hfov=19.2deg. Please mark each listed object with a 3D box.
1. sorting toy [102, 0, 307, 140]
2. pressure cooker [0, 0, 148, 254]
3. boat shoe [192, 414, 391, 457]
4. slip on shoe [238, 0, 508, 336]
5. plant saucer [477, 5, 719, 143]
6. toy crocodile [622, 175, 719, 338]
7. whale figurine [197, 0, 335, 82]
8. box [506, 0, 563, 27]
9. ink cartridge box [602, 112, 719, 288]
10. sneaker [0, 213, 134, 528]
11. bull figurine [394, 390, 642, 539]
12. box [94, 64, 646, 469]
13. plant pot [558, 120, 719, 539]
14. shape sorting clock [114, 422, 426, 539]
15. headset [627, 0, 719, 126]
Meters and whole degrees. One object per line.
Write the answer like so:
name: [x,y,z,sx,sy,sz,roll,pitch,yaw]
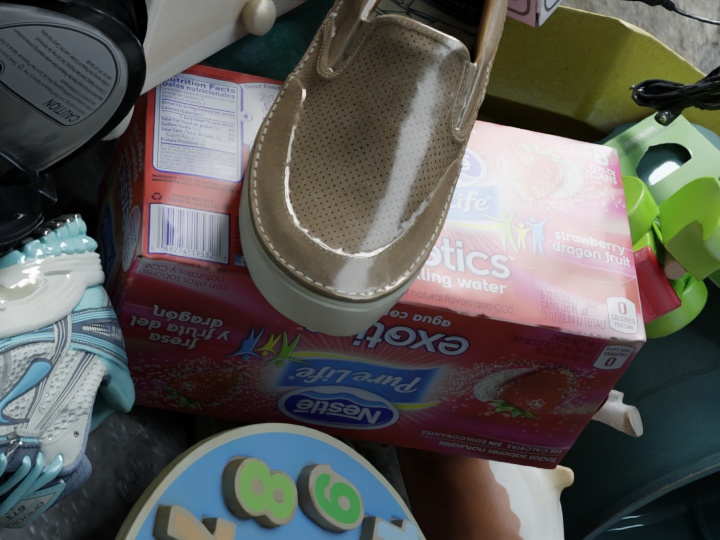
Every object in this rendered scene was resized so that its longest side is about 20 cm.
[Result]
sorting toy: [-0.101,-0.156,0.811,0.200,0.179,0.107,-38,143,-49]
pressure cooker: [-0.156,-0.097,0.650,0.175,0.179,0.201,-3,68,-33]
boat shoe: [-0.024,0.036,0.888,0.073,0.062,0.201,40,37,-40]
slip on shoe: [0.013,-0.066,0.776,0.076,0.061,0.201,27,50,0]
plant saucer: [0.103,-0.097,1.139,0.200,0.199,0.049,23,87,-52]
toy crocodile: [0.088,0.014,0.955,0.068,0.199,0.062,56,24,-25]
whale figurine: [-0.019,-0.110,0.920,0.158,0.104,0.200,26,14,15]
box: [0.008,-0.193,0.874,0.060,0.199,0.117,-45,149,-36]
ink cartridge box: [0.211,-0.017,0.986,0.200,0.059,0.104,45,37,11]
sneaker: [-0.125,0.048,0.688,0.087,0.077,0.200,64,27,-9]
bull figurine: [0.070,0.121,0.910,0.065,0.121,0.201,13,59,-65]
box: [0.000,0.000,0.827,0.199,0.096,0.100,10,51,-16]
plant pot: [0.151,0.045,1.068,0.200,0.200,0.197,23,41,-52]
shape sorting clock: [-0.023,0.156,0.777,0.200,0.039,0.201,18,68,-51]
headset: [0.123,-0.161,0.951,0.123,0.094,0.201,-40,111,-33]
